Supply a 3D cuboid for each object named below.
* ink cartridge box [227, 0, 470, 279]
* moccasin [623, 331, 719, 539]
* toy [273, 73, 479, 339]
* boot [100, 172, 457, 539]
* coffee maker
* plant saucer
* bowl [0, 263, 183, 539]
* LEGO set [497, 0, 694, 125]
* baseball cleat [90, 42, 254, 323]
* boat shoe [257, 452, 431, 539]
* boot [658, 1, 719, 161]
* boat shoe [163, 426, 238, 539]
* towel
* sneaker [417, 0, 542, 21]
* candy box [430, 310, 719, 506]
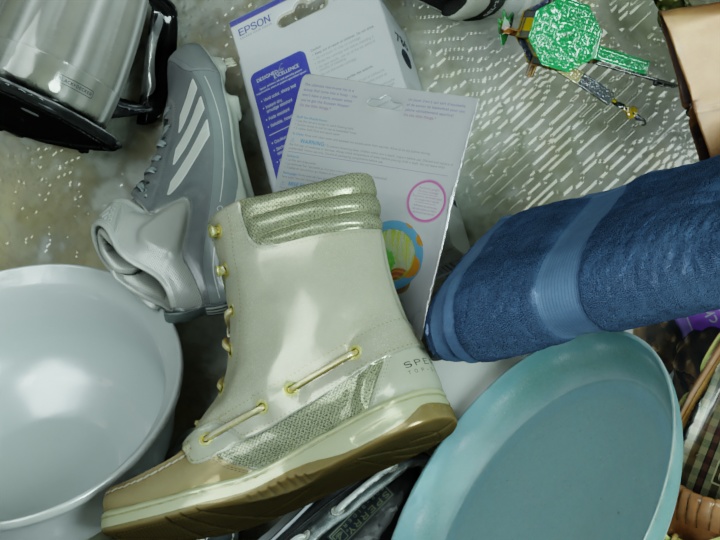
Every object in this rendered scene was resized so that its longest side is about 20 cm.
[{"bbox_3d":[-0.008,-0.077,1.228,0.099,0.039,0.200,-23,65,18],"label":"ink cartridge box"},{"bbox_3d":[0.162,0.110,0.974,0.074,0.078,0.202,26,87,29],"label":"moccasin"},{"bbox_3d":[0.000,0.000,1.149,0.115,0.047,0.200,11,82,31],"label":"toy"},{"bbox_3d":[-0.060,0.048,1.100,0.200,0.072,0.155,-24,71,18],"label":"boot"},{"bbox_3d":[-0.196,-0.190,1.305,0.192,0.135,0.200,16,80,30],"label":"coffee maker"},{"bbox_3d":[0.083,0.120,0.988,0.200,0.027,0.200,-41,29,29],"label":"plant saucer"},{"bbox_3d":[-0.191,0.096,1.207,0.201,0.090,0.201,-6,43,6],"label":"bowl"},{"bbox_3d":[0.172,-0.151,1.119,0.200,0.116,0.154,7,96,-6],"label":"LEGO set"},{"bbox_3d":[-0.110,-0.056,1.225,0.106,0.070,0.200,-11,49,-10],"label":"baseball cleat"},{"bbox_3d":[-0.027,0.174,1.109,0.199,0.074,0.068,-44,17,-13],"label":"boat shoe"},{"bbox_3d":[0.244,-0.146,1.045,0.200,0.068,0.188,-14,110,-1],"label":"boot"},{"bbox_3d":[-0.092,0.189,1.166,0.076,0.060,0.200,-9,66,60],"label":"boat shoe"},{"bbox_3d":[0.128,-0.010,1.018,0.200,0.049,0.112,-14,22,38],"label":"towel"},{"bbox_3d":[0.022,-0.209,1.220,0.200,0.088,0.076,36,129,33],"label":"sneaker"},{"bbox_3d":[0.155,0.086,1.071,0.200,0.072,0.168,-26,64,16],"label":"candy box"}]
